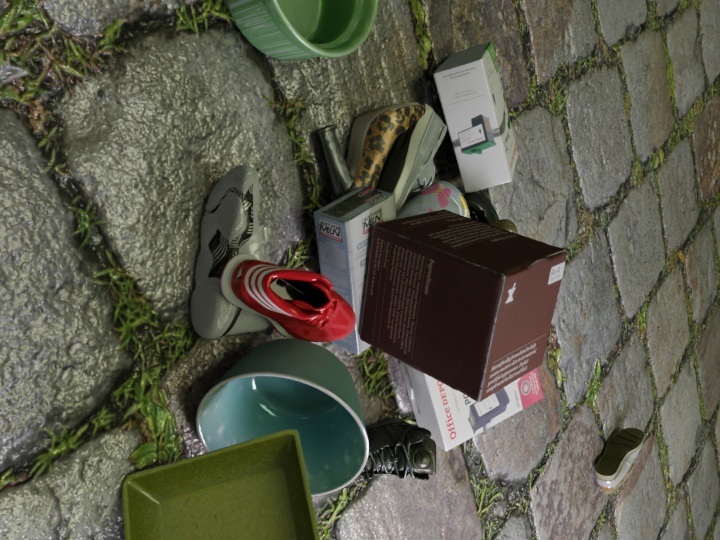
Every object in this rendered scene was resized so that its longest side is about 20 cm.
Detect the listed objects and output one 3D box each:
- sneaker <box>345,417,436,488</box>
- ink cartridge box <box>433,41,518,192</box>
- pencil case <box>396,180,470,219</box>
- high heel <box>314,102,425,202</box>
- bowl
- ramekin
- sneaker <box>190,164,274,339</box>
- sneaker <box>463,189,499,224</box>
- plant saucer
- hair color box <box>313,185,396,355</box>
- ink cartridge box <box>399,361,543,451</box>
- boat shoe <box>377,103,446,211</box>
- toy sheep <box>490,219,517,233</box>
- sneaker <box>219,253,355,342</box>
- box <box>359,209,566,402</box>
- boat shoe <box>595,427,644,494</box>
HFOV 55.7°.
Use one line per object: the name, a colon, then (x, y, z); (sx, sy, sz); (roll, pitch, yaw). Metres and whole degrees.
sneaker: (0.034, 0.264, 0.969); (0.198, 0.113, 0.078); (-5, 93, -45)
ink cartridge box: (0.194, -0.251, 1.117); (0.146, 0.083, 0.203); (-59, 134, -57)
pencil case: (0.086, -0.056, 1.033); (0.091, 0.083, 0.200); (45, 52, 5)
high heel: (0.031, -0.156, 0.977); (0.198, 0.071, 0.145); (-26, 107, -30)
bowl: (-0.082, 0.159, 0.801); (0.202, 0.198, 0.106); (60, 23, -29)
ramekin: (-0.076, -0.358, 0.837); (0.198, 0.097, 0.204); (-2, 93, -48)
sneaker: (-0.130, -0.016, 0.810); (0.114, 0.074, 0.204); (13, 87, -47)
sneaker: (0.230, -0.057, 1.196); (0.202, 0.074, 0.080); (65, 33, -27)
plant saucer: (-0.137, 0.290, 0.704); (0.048, 0.196, 0.202); (81, -7, -57)
hair color box: (0.000, 0.000, 0.921); (0.099, 0.060, 0.203); (-33, 130, -39)
ink cartridge box: (0.179, 0.172, 1.089); (0.198, 0.084, 0.147); (-23, 107, -19)
boat shoe: (0.085, -0.160, 1.030); (0.071, 0.070, 0.203); (32, 63, -20)
toy sheep: (0.190, 0.005, 1.107); (0.137, 0.138, 0.201); (26, 103, -44)
sneaker: (-0.053, 0.047, 0.763); (0.199, 0.115, 0.080); (22, 84, -43)
box: (0.128, 0.033, 0.880); (0.165, 0.198, 0.167); (-14, 119, -46)
boat shoe: (0.633, 0.463, 1.666); (0.199, 0.074, 0.069); (-32, 120, -35)
